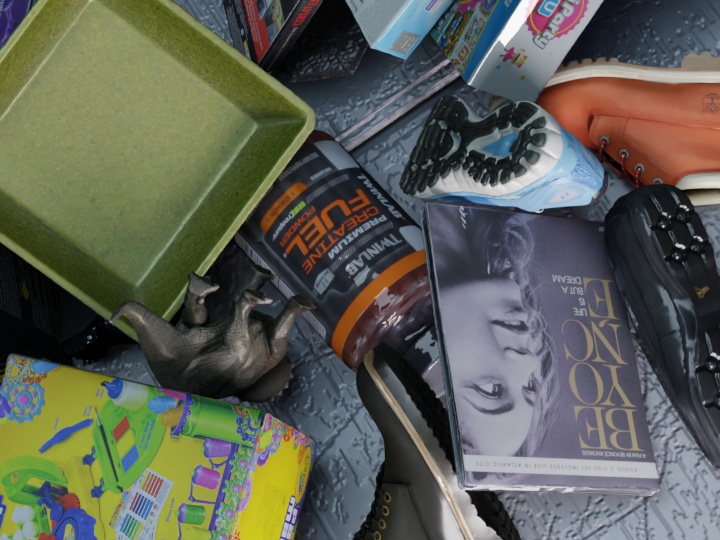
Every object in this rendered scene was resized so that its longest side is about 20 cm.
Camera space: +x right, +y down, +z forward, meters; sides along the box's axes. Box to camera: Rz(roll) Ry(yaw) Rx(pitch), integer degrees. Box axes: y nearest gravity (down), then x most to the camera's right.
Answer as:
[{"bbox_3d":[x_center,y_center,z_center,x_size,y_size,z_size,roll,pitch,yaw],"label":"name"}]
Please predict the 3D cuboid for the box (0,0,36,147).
[{"bbox_3d":[-0.282,-0.135,1.413,0.200,0.104,0.148,-4,70,38],"label":"box"}]

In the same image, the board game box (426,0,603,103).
[{"bbox_3d":[0.096,-0.230,1.301,0.148,0.064,0.200,-56,39,23],"label":"board game box"}]

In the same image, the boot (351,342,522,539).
[{"bbox_3d":[0.012,0.161,1.255,0.138,0.077,0.200,-27,102,12],"label":"boot"}]

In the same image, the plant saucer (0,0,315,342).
[{"bbox_3d":[-0.166,-0.087,1.288,0.200,0.048,0.200,37,88,-11],"label":"plant saucer"}]

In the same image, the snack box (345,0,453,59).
[{"bbox_3d":[0.017,-0.257,1.318,0.116,0.037,0.200,-49,48,30],"label":"snack box"}]

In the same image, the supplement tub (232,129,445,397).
[{"bbox_3d":[0.000,0.000,1.325,0.107,0.107,0.200,-44,68,1],"label":"supplement tub"}]

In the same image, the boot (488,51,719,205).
[{"bbox_3d":[0.187,-0.091,1.315,0.200,0.075,0.107,-1,80,16],"label":"boot"}]

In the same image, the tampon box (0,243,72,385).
[{"bbox_3d":[-0.321,0.018,1.367,0.150,0.200,0.126,-16,71,13],"label":"tampon box"}]

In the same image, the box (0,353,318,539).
[{"bbox_3d":[-0.156,0.180,1.262,0.192,0.122,0.200,12,79,19],"label":"box"}]

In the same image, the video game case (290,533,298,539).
[{"bbox_3d":[-0.100,0.232,1.306,0.143,0.019,0.200,-29,68,7],"label":"video game case"}]

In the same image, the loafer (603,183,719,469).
[{"bbox_3d":[0.219,0.040,1.275,0.068,0.070,0.201,-16,82,-28],"label":"loafer"}]

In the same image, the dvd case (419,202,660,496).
[{"bbox_3d":[0.119,0.052,1.262,0.149,0.016,0.200,5,64,-26],"label":"dvd case"}]

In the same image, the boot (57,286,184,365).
[{"bbox_3d":[-0.140,-0.030,1.390,0.200,0.076,0.168,-18,67,19],"label":"boot"}]

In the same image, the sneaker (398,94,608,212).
[{"bbox_3d":[0.098,-0.067,1.299,0.078,0.090,0.200,-65,26,-4],"label":"sneaker"}]

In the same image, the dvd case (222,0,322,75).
[{"bbox_3d":[-0.062,-0.243,1.379,0.022,0.200,0.146,-6,68,-24],"label":"dvd case"}]

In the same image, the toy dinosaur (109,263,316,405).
[{"bbox_3d":[-0.093,0.052,1.275,0.077,0.200,0.102,31,109,24],"label":"toy dinosaur"}]
